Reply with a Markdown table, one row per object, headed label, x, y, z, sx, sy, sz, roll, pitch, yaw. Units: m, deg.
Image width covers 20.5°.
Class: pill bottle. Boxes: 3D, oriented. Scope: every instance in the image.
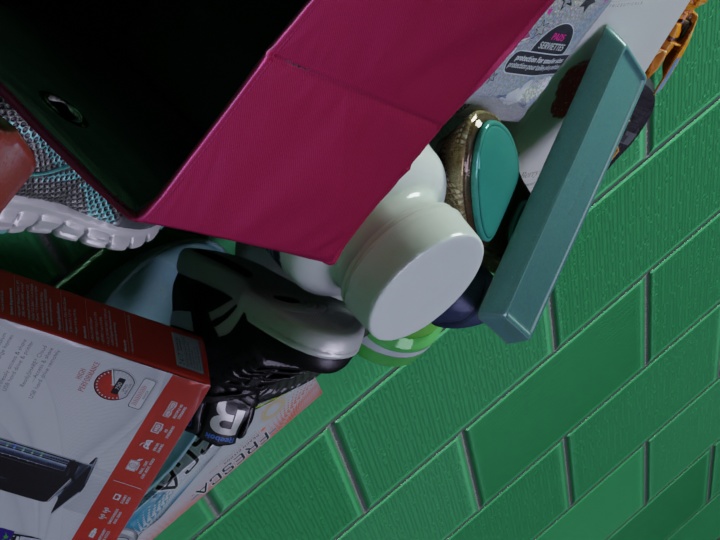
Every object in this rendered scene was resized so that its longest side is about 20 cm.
| label | x | y | z | sx | sy | sz | roll | pitch | yaw |
| --- | --- | --- | --- | --- | --- | --- | --- | --- | --- |
| pill bottle | -0.021 | -0.057 | 1.158 | 0.111 | 0.200 | 0.111 | -31 | 152 | -19 |

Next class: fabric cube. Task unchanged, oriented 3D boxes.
| label | x | y | z | sx | sy | sz | roll | pitch | yaw |
| --- | --- | --- | --- | --- | --- | --- | --- | --- | --- |
| fabric cube | -0.060 | -0.143 | 0.966 | 0.200 | 0.196 | 0.199 | -50 | 158 | 12 |

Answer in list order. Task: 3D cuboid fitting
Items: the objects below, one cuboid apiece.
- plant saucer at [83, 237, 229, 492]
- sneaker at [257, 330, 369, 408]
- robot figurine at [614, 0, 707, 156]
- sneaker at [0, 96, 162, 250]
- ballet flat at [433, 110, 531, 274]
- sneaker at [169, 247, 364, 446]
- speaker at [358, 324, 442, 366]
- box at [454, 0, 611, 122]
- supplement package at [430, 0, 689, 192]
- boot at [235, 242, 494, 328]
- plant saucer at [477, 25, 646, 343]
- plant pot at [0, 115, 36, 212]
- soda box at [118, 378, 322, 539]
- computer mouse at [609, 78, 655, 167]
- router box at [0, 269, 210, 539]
| label | x | y | z | sx | sy | sz | roll | pitch | yaw |
| --- | --- | --- | --- | --- | --- | --- | --- | --- | --- |
| plant saucer | -0.151 | 0.065 | 1.309 | 0.200 | 0.036 | 0.200 | -44 | 148 | -37 |
| sneaker | -0.052 | 0.039 | 1.392 | 0.075 | 0.077 | 0.200 | -28 | -173 | 33 |
| robot figurine | 0.174 | -0.149 | 1.468 | 0.145 | 0.058 | 0.200 | 7 | 120 | -40 |
| sneaker | -0.156 | -0.067 | 1.095 | 0.091 | 0.078 | 0.200 | -56 | 156 | 17 |
| ballet flat | 0.071 | -0.043 | 1.235 | 0.071 | 0.065 | 0.200 | -64 | 154 | -17 |
| sneaker | -0.062 | 0.061 | 1.209 | 0.073 | 0.200 | 0.112 | 8 | 100 | -28 |
| speaker | 0.050 | -0.022 | 1.480 | 0.088 | 0.088 | 0.200 | -20 | 147 | -44 |
| box | 0.040 | -0.171 | 1.155 | 0.115 | 0.132 | 0.200 | -53 | 155 | 23 |
| supplement package | 0.113 | -0.152 | 1.319 | 0.121 | 0.120 | 0.200 | -14 | 143 | -47 |
| boot | 0.000 | 0.000 | 1.293 | 0.090 | 0.200 | 0.073 | 25 | 86 | -33 |
| plant saucer | 0.130 | -0.050 | 1.248 | 0.200 | 0.019 | 0.070 | -65 | 153 | -7 |
| plant pot | -0.259 | -0.027 | 0.865 | 0.195 | 0.201 | 0.201 | -48 | 157 | -10 |
| soda box | -0.124 | 0.122 | 1.467 | 0.200 | 0.064 | 0.068 | -41 | 157 | -8 |
| computer mouse | 0.137 | -0.088 | 1.574 | 0.140 | 0.046 | 0.200 | 7 | 124 | -40 |
| router box | -0.213 | 0.100 | 1.186 | 0.179 | 0.049 | 0.200 | 19 | 120 | -23 |
